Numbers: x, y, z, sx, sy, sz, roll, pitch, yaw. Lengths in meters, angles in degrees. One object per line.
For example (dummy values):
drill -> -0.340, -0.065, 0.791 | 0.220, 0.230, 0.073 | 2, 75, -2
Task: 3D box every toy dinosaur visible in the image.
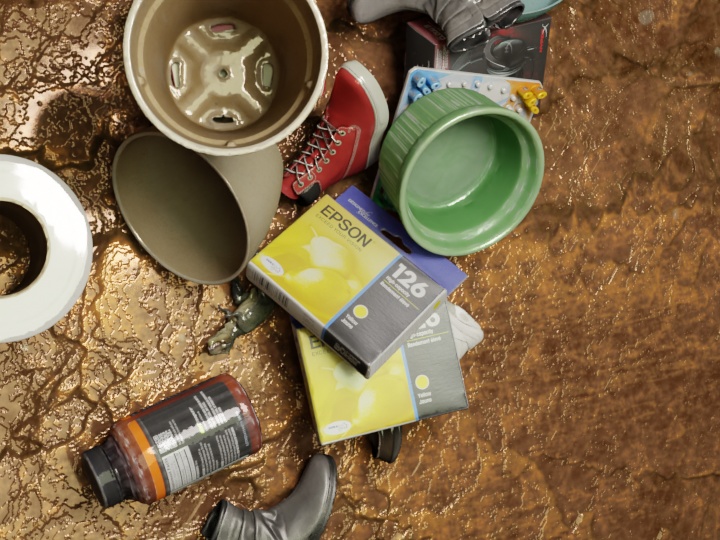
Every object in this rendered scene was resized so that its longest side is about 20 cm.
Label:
toy dinosaur -> -0.130, 0.025, 1.511 | 0.200, 0.047, 0.088 | -36, 105, -25

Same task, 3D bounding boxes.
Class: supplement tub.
supplement tub -> -0.223, 0.205, 1.425 | 0.199, 0.107, 0.108 | -23, 96, -22

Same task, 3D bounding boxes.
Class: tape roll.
tape roll -> -0.408, -0.020, 1.339 | 0.201, 0.139, 0.204 | 1, 88, -24

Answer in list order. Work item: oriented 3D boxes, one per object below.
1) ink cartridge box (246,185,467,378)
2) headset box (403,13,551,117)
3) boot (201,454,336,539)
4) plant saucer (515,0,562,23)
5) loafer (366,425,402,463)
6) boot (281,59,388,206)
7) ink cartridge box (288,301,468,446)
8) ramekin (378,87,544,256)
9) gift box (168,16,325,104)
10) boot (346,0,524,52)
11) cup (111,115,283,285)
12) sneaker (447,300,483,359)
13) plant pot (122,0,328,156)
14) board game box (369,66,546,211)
ink cartridge box -> 0.000, 0.000, 1.476 | 0.197, 0.047, 0.200 | 38, 63, 15
headset box -> 0.142, -0.259, 1.585 | 0.199, 0.077, 0.150 | -18, 131, -25
boot -> -0.115, 0.304, 1.482 | 0.131, 0.070, 0.201 | 24, 76, -17
plant saucer -> 0.176, -0.375, 1.569 | 0.199, 0.200, 0.036 | -22, 140, -23
loafer -> 0.000, 0.152, 1.551 | 0.071, 0.073, 0.201 | -14, 88, -13
boot -> -0.042, -0.158, 1.481 | 0.144, 0.200, 0.072 | -35, 67, -20
ink cartridge box -> 0.020, 0.095, 1.500 | 0.196, 0.047, 0.201 | -13, 91, -12
ramekin -> 0.119, -0.128, 1.503 | 0.199, 0.098, 0.201 | -13, 126, -19
gift box -> -0.144, -0.285, 1.447 | 0.185, 0.200, 0.186 | -10, 96, -8
boot -> 0.088, -0.320, 1.473 | 0.199, 0.070, 0.132 | -26, 73, 15
cup -> -0.172, -0.104, 1.434 | 0.201, 0.200, 0.143 | 56, 46, -11
sneaker -> 0.069, 0.057, 1.577 | 0.200, 0.078, 0.100 | 43, 76, -15
plant pot -> -0.141, -0.214, 1.260 | 0.199, 0.183, 0.202 | 0, 91, -7
board game box -> 0.127, -0.159, 1.572 | 0.199, 0.026, 0.201 | 1, 122, -27
